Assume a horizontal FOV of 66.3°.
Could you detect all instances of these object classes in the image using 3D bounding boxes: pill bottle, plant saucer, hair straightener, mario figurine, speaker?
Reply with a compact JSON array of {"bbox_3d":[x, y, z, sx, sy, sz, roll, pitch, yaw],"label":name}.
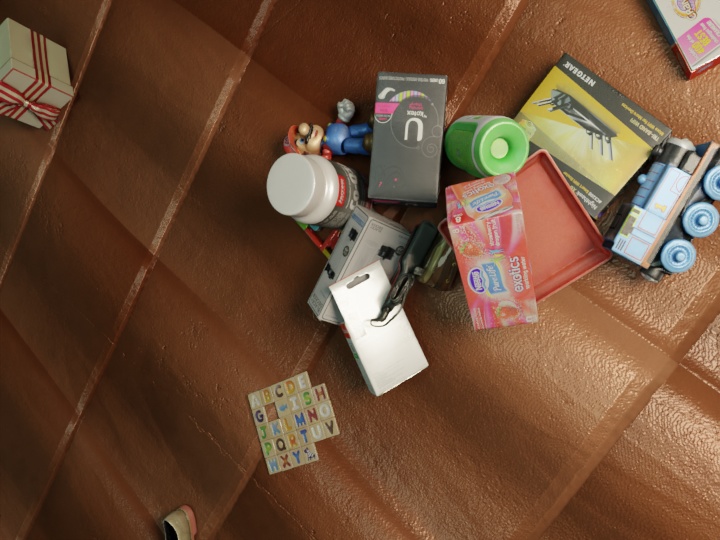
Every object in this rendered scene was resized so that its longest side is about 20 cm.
[{"bbox_3d":[-0.066,-0.134,0.954,0.111,0.199,0.118,0,89,27],"label":"pill bottle"},{"bbox_3d":[0.253,-0.052,0.862,0.198,0.037,0.201,-35,100,22],"label":"plant saucer"},{"bbox_3d":[0.073,0.005,0.913,0.040,0.077,0.203,33,78,-8],"label":"hair straightener"},{"bbox_3d":[-0.061,-0.251,1.023,0.194,0.124,0.109,-4,112,23],"label":"mario figurine"},{"bbox_3d":[0.186,-0.191,0.842,0.085,0.200,0.092,-1,106,-5],"label":"speaker"}]

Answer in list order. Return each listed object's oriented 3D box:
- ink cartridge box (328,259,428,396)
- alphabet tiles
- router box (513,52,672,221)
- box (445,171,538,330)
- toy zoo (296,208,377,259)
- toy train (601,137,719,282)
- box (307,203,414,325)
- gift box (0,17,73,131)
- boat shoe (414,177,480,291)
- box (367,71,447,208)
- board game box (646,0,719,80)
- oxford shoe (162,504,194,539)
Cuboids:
[{"bbox_3d":[0.027,0.099,0.959,0.107,0.050,0.205,-25,91,-14],"label":"ink cartridge box"},{"bbox_3d":[-0.135,0.307,1.119,0.196,0.007,0.172,-25,78,26],"label":"alphabet tiles"},{"bbox_3d":[0.338,-0.203,0.845,0.200,0.052,0.159,45,109,21],"label":"router box"},{"bbox_3d":[0.189,-0.022,0.785,0.099,0.096,0.203,-9,129,16],"label":"box"},{"bbox_3d":[-0.037,-0.090,1.062,0.201,0.020,0.132,48,110,20],"label":"toy zoo"},{"bbox_3d":[0.429,-0.088,0.765,0.112,0.087,0.204,27,103,7],"label":"toy train"},{"bbox_3d":[0.000,0.000,0.982,0.060,0.114,0.204,43,111,51],"label":"box"},{"bbox_3d":[-0.871,-0.485,1.429,0.197,0.183,0.192,-30,68,28],"label":"gift box"},{"bbox_3d":[0.166,-0.059,0.934,0.066,0.072,0.204,27,99,-9],"label":"boat shoe"},{"bbox_3d":[0.081,-0.216,0.936,0.118,0.106,0.207,4,92,7],"label":"box"},{"bbox_3d":[0.519,-0.388,0.756,0.196,0.040,0.157,-27,77,25],"label":"board game box"},{"bbox_3d":[-0.399,0.637,1.219,0.069,0.074,0.206,-19,81,25],"label":"oxford shoe"}]
